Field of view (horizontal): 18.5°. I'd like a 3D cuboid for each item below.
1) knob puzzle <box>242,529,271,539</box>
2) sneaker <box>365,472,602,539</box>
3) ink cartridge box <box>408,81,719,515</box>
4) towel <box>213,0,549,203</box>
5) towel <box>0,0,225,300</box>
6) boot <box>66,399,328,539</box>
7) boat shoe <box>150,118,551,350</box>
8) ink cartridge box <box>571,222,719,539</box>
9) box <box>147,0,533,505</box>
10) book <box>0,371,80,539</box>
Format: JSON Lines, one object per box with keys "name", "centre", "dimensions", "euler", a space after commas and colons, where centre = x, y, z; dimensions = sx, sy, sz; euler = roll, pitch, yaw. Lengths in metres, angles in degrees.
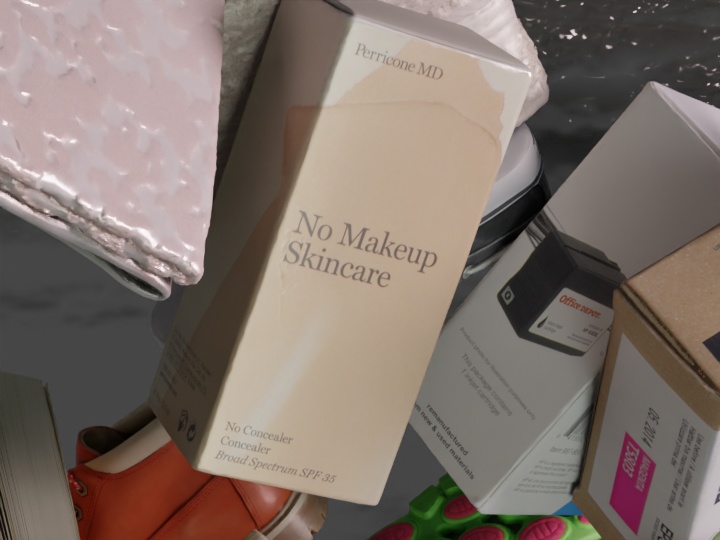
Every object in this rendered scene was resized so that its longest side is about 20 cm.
{"name": "knob puzzle", "centre": [-0.080, 0.215, 0.974], "dimensions": [0.219, 0.030, 0.220], "euler": [-37, 154, -22]}
{"name": "sneaker", "centre": [0.055, 0.161, 1.184], "dimensions": [0.199, 0.077, 0.084], "euler": [-28, 136, 15]}
{"name": "ink cartridge box", "centre": [0.131, 0.020, 1.061], "dimensions": [0.200, 0.084, 0.145], "euler": [-50, 150, 19]}
{"name": "towel", "centre": [-0.020, -0.086, 0.983], "dimensions": [0.199, 0.035, 0.133], "euler": [-25, 131, -1]}
{"name": "towel", "centre": [-0.131, -0.107, 0.830], "dimensions": [0.032, 0.192, 0.200], "euler": [-27, 136, 34]}
{"name": "boot", "centre": [-0.125, 0.130, 1.096], "dimensions": [0.199, 0.075, 0.107], "euler": [-35, 110, 15]}
{"name": "boat shoe", "centre": [0.000, 0.000, 1.038], "dimensions": [0.199, 0.072, 0.068], "euler": [-30, 130, -7]}
{"name": "ink cartridge box", "centre": [0.188, 0.045, 0.994], "dimensions": [0.164, 0.075, 0.201], "euler": [-31, 153, -18]}
{"name": "box", "centre": [-0.011, -0.012, 0.938], "dimensions": [0.094, 0.078, 0.201], "euler": [12, 104, -25]}
{"name": "book", "centre": [-0.170, 0.159, 1.003], "dimensions": [0.048, 0.200, 0.134], "euler": [13, 120, -28]}
